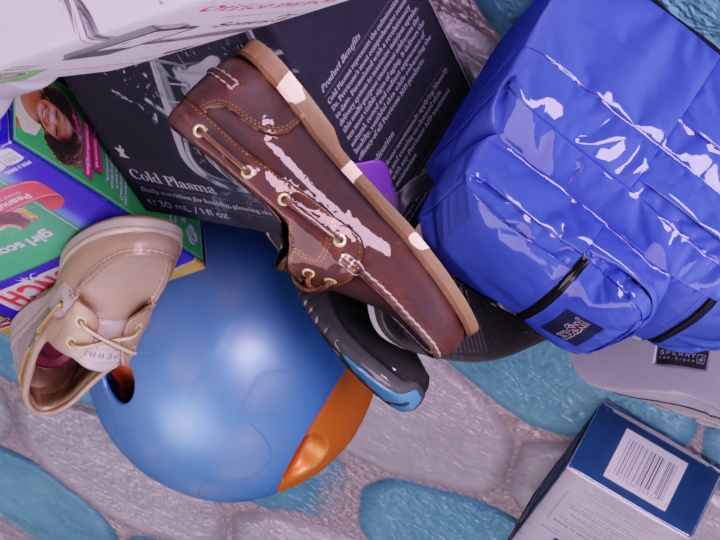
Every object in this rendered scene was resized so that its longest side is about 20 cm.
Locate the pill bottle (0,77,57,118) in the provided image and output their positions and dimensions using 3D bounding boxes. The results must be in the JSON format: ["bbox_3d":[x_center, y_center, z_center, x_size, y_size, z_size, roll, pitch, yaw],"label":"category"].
[{"bbox_3d":[-0.262,-0.120,1.373,0.199,0.111,0.111,-13,131,34],"label":"pill bottle"}]

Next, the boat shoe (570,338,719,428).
[{"bbox_3d":[0.230,0.068,1.512,0.199,0.071,0.070,8,172,32],"label":"boat shoe"}]

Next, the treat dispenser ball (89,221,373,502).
[{"bbox_3d":[-0.087,0.055,1.655,0.200,0.201,0.201,24,152,14],"label":"treat dispenser ball"}]

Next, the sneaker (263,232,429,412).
[{"bbox_3d":[0.000,0.000,1.513,0.200,0.082,0.073,59,-177,37],"label":"sneaker"}]

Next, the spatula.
[{"bbox_3d":[0.044,-0.051,1.379,0.021,0.199,0.057,17,122,50],"label":"spatula"}]

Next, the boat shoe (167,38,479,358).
[{"bbox_3d":[-0.021,-0.025,1.296,0.200,0.070,0.070,49,167,-8],"label":"boat shoe"}]

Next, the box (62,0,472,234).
[{"bbox_3d":[-0.063,-0.128,1.418,0.199,0.124,0.197,10,144,35],"label":"box"}]

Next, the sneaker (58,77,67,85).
[{"bbox_3d":[-0.156,-0.129,1.555,0.115,0.081,0.200,0,138,49],"label":"sneaker"}]

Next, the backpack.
[{"bbox_3d":[0.144,-0.037,1.307,0.199,0.168,0.162,33,165,-6],"label":"backpack"}]

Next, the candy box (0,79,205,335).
[{"bbox_3d":[-0.222,-0.044,1.537,0.168,0.077,0.200,-19,150,27],"label":"candy box"}]

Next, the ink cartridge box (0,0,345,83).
[{"bbox_3d":[-0.111,-0.155,1.223,0.199,0.145,0.085,-12,91,37],"label":"ink cartridge box"}]

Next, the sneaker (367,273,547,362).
[{"bbox_3d":[0.065,0.003,1.470,0.120,0.199,0.084,9,103,55],"label":"sneaker"}]

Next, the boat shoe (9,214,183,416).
[{"bbox_3d":[-0.164,0.032,1.532,0.073,0.070,0.200,8,150,-24],"label":"boat shoe"}]

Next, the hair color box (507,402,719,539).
[{"bbox_3d":[0.174,0.175,1.739,0.100,0.061,0.200,31,152,3],"label":"hair color box"}]
